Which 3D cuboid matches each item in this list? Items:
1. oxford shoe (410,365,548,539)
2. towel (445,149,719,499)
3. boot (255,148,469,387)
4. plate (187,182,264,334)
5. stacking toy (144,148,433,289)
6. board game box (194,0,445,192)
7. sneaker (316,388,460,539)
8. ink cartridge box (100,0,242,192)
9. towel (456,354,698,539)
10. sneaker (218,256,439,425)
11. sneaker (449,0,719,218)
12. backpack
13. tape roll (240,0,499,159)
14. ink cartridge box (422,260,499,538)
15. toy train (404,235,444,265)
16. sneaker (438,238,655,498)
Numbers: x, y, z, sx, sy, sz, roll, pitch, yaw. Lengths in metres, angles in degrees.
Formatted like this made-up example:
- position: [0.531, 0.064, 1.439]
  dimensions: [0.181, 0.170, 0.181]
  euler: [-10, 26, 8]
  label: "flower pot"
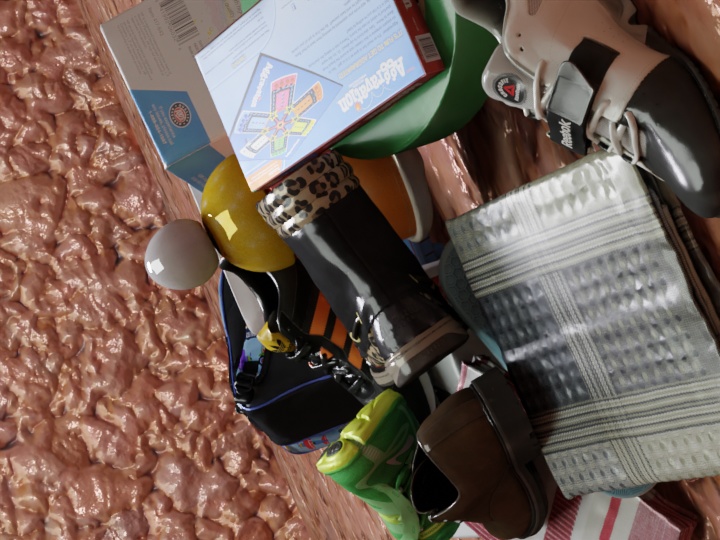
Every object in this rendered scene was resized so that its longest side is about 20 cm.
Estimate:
- position: [0.069, 0.129, 1.124]
  dimensions: [0.073, 0.084, 0.200]
  euler: [59, 176, 32]
  label: "oxford shoe"
- position: [0.142, 0.033, 0.995]
  dimensions: [0.200, 0.034, 0.193]
  euler: [-21, 93, 60]
  label: "towel"
- position: [0.000, 0.000, 1.149]
  dimensions: [0.151, 0.073, 0.200]
  euler: [53, -179, -1]
  label: "boot"
- position: [-0.053, -0.070, 1.497]
  dimensions: [0.032, 0.199, 0.200]
  euler: [-19, 95, 48]
  label: "plate"
- position: [-0.062, -0.049, 1.231]
  dimensions: [0.146, 0.200, 0.146]
  euler: [60, 171, 16]
  label: "stacking toy"
- position: [-0.030, -0.131, 1.105]
  dimensions: [0.200, 0.019, 0.103]
  euler: [-29, 81, 50]
  label: "board game box"
- position: [0.032, 0.137, 1.174]
  dimensions: [0.084, 0.074, 0.200]
  euler: [41, 177, 23]
  label: "sneaker"
- position: [-0.072, -0.166, 1.358]
  dimensions: [0.129, 0.200, 0.125]
  euler: [65, -174, 13]
  label: "ink cartridge box"
- position: [0.134, 0.162, 1.193]
  dimensions: [0.200, 0.023, 0.144]
  euler: [39, 137, 32]
  label: "towel"
- position: [-0.028, 0.052, 1.276]
  dimensions: [0.200, 0.090, 0.070]
  euler: [56, 147, 14]
  label: "sneaker"
- position: [0.111, -0.090, 0.884]
  dimensions: [0.200, 0.088, 0.074]
  euler: [57, 164, 36]
  label: "sneaker"
- position: [-0.036, 0.044, 1.624]
  dimensions: [0.135, 0.182, 0.200]
  euler: [55, -163, -50]
  label: "backpack"
- position: [0.004, -0.172, 1.101]
  dimensions: [0.200, 0.048, 0.201]
  euler: [23, 122, 43]
  label: "tape roll"
- position: [0.075, 0.096, 1.319]
  dimensions: [0.144, 0.084, 0.200]
  euler: [-17, 97, 58]
  label: "ink cartridge box"
- position: [0.022, 0.017, 1.432]
  dimensions: [0.087, 0.114, 0.200]
  euler: [-121, 9, -87]
  label: "toy train"
- position: [0.128, 0.051, 1.143]
  dimensions: [0.200, 0.079, 0.131]
  euler: [56, -174, 0]
  label: "sneaker"
